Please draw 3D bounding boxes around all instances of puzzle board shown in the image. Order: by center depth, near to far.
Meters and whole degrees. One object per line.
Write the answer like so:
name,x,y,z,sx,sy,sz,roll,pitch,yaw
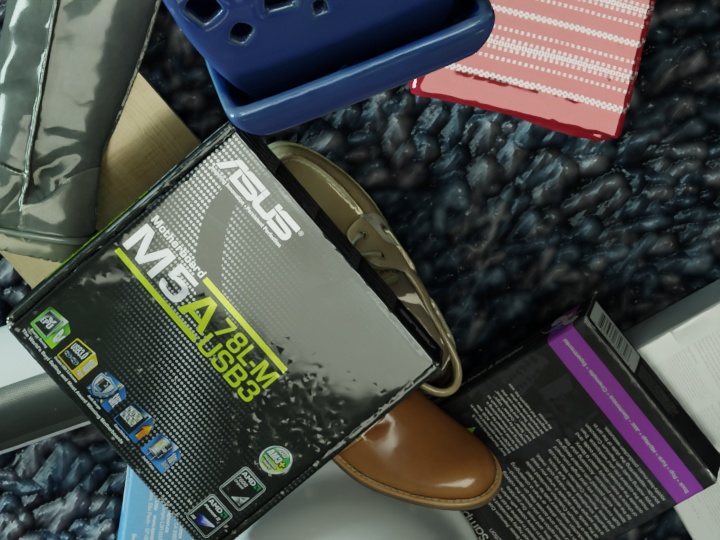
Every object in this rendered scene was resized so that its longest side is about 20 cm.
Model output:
puzzle board,-0.145,-0.020,1.781,0.150,0.017,0.200,-39,103,10

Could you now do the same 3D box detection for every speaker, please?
speaker,-0.189,0.062,1.755,0.199,0.081,0.082,-18,106,6

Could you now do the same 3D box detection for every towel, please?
towel,0.120,-0.191,1.726,0.144,0.022,0.201,13,104,-1

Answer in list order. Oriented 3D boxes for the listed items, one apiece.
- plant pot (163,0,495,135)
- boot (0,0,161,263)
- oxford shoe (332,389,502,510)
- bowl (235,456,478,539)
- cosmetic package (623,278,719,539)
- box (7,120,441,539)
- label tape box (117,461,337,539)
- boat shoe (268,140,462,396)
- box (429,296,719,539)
plant pot,-0.034,-0.207,1.622,0.199,0.200,0.181,-22,122,0
boot,-0.226,-0.117,1.716,0.181,0.073,0.201,9,104,-7
oxford shoe,0.005,0.085,1.729,0.199,0.071,0.071,31,146,14
bowl,-0.013,0.229,1.748,0.200,0.090,0.202,0,111,-1
cosmetic package,0.266,0.105,1.797,0.150,0.052,0.201,-28,104,11
box,-0.084,0.041,1.672,0.193,0.048,0.200,-38,98,14
label tape box,-0.060,0.165,1.804,0.199,0.063,0.145,8,112,-5
boat shoe,0.000,0.000,1.753,0.072,0.065,0.200,-38,105,-5
box,0.117,0.123,1.782,0.200,0.036,0.143,-33,104,28
